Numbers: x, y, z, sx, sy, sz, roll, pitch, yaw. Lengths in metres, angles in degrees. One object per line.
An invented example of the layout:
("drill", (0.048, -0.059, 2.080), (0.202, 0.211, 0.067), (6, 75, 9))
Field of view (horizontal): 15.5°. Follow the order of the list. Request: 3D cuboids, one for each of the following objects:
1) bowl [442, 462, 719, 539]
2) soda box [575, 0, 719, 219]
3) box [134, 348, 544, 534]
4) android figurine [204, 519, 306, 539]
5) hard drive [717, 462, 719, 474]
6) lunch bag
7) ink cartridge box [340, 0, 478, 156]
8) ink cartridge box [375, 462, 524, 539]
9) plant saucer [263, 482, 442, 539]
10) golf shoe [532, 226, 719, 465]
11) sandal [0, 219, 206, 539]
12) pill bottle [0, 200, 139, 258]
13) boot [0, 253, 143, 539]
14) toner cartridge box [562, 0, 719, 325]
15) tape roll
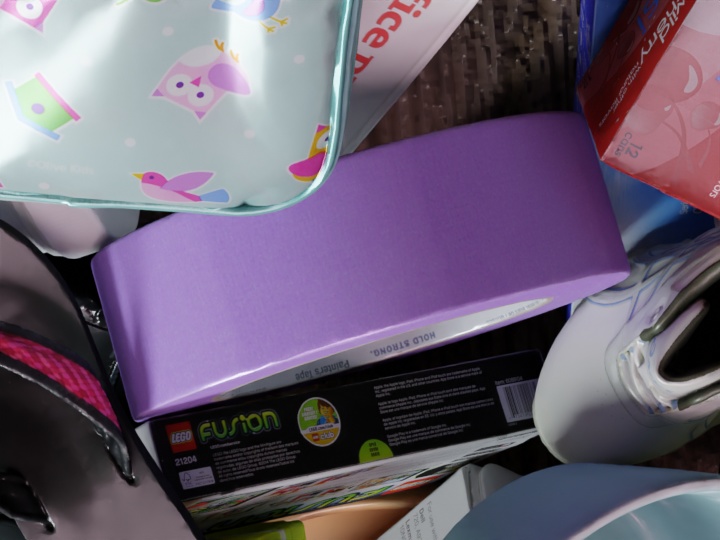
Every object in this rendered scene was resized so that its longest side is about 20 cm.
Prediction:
("bowl", (0.094, 0.157, 1.055), (0.200, 0.105, 0.202), (-10, 113, -25))
("soda box", (0.155, -0.120, 0.937), (0.063, 0.070, 0.201), (24, 112, -15))
("box", (-0.026, 0.078, 1.100), (0.199, 0.035, 0.110), (-9, 167, -37))
("android figurine", (-0.095, 0.137, 1.104), (0.181, 0.041, 0.200), (-10, 178, 20))
("hard drive", (0.223, 0.049, 1.139), (0.139, 0.033, 0.201), (-17, 138, -19))
("lunch bag", (-0.097, -0.099, 0.865), (0.198, 0.077, 0.161), (5, 134, -5))
("ink cartridge box", (-0.063, -0.136, 0.944), (0.199, 0.084, 0.146), (24, 129, -23))
("ink cartridge box", (0.046, 0.190, 1.206), (0.146, 0.085, 0.200), (22, 131, -33))
("plant saucer", (0.008, 0.164, 1.274), (0.199, 0.038, 0.201), (-1, 135, -1))
("golf shoe", (0.122, 0.026, 1.022), (0.078, 0.097, 0.200), (54, 130, 6))
("sandal", (-0.119, 0.058, 0.958), (0.075, 0.045, 0.201), (-34, 99, 10))
("pill bottle", (-0.194, -0.030, 1.021), (0.199, 0.117, 0.117), (-15, 133, 12))
("boot", (-0.154, 0.049, 1.130), (0.197, 0.074, 0.163), (12, 136, -23))
("toner cartridge box", (0.133, -0.047, 1.067), (0.094, 0.043, 0.201), (-1, 135, 0))
("tape roll", (0.000, 0.000, 1.013), (0.199, 0.066, 0.200), (-17, 175, -2))
